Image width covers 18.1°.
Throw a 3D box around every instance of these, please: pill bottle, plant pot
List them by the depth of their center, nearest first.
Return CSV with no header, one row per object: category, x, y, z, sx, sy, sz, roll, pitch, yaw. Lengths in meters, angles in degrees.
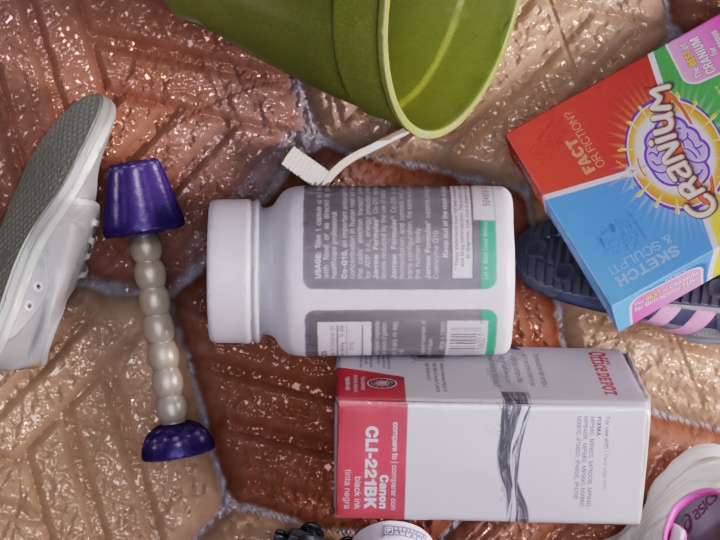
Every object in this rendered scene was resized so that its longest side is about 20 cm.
plant pot,-0.021,-0.202,1.434,0.192,0.200,0.201,15,94,25
pill bottle,0.000,0.000,1.490,0.199,0.113,0.114,0,94,-1

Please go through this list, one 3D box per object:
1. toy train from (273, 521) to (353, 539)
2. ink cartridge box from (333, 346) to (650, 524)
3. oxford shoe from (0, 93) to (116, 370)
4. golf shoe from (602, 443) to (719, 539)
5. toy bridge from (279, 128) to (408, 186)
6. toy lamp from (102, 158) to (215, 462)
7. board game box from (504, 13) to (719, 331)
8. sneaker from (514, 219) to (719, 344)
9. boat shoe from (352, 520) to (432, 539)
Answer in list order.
toy train,0.030,0.225,1.547,0.199,0.034,0.046,22,106,-2
ink cartridge box,0.082,0.104,1.479,0.199,0.144,0.084,0,102,0
oxford shoe,-0.205,-0.022,1.516,0.058,0.075,0.201,22,89,-29
golf shoe,0.194,0.205,1.517,0.075,0.092,0.200,35,94,-4
toy bridge,0.025,-0.130,1.525,0.067,0.027,0.200,34,92,-3
toy lamp,-0.136,0.025,1.521,0.058,0.058,0.201,-10,96,0
board game box,0.218,-0.073,1.484,0.199,0.040,0.153,-30,62,-1
sneaker,0.200,0.018,1.518,0.199,0.082,0.070,12,59,19
boat shoe,0.005,0.243,1.474,0.071,0.200,0.068,12,50,-9
